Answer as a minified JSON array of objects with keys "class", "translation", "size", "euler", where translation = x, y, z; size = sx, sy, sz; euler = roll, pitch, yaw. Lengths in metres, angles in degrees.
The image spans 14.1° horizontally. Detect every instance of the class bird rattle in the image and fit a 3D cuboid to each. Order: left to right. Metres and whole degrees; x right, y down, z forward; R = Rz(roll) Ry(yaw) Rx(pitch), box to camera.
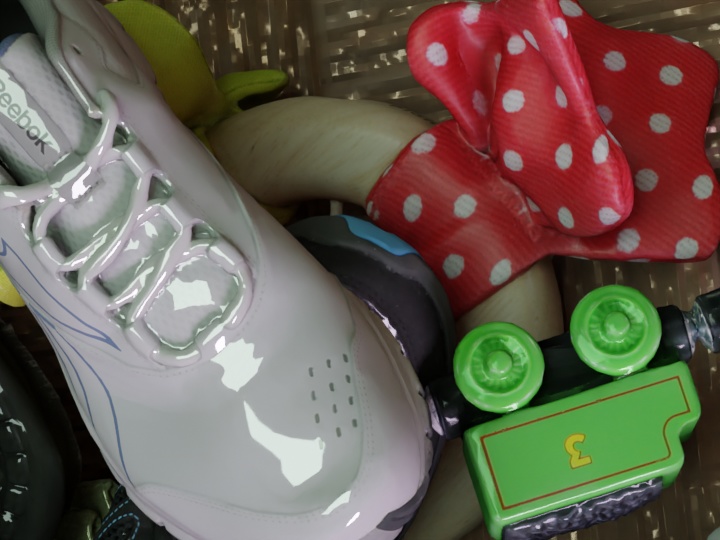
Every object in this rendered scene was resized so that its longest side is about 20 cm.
[{"class":"bird rattle","translation":[0.000,0.000,0.792],"size":[0.199,0.113,0.164],"euler":[2,98,11]}]

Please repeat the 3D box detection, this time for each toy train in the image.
[{"class":"toy train","translation":[0.115,0.018,0.713],"size":[0.199,0.042,0.057],"euler":[-17,76,-2]}]

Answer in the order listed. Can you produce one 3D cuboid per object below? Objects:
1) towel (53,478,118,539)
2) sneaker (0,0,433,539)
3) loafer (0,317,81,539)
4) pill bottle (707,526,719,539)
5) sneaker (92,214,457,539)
[{"class":"towel","translation":[-0.126,0.160,0.847],"size":[0.199,0.036,0.149],"euler":[-24,77,20]},{"class":"sneaker","translation":[-0.059,-0.008,0.680],"size":[0.074,0.087,0.200],"euler":[-41,63,-2]},{"class":"loafer","translation":[-0.142,0.011,0.846],"size":[0.200,0.071,0.073],"euler":[44,110,25]},{"class":"pill bottle","translation":[0.058,0.146,0.723],"size":[0.200,0.112,0.112],"euler":[-44,70,15]},{"class":"sneaker","translation":[-0.036,0.081,0.735],"size":[0.073,0.082,0.201],"euler":[27,109,1]}]
